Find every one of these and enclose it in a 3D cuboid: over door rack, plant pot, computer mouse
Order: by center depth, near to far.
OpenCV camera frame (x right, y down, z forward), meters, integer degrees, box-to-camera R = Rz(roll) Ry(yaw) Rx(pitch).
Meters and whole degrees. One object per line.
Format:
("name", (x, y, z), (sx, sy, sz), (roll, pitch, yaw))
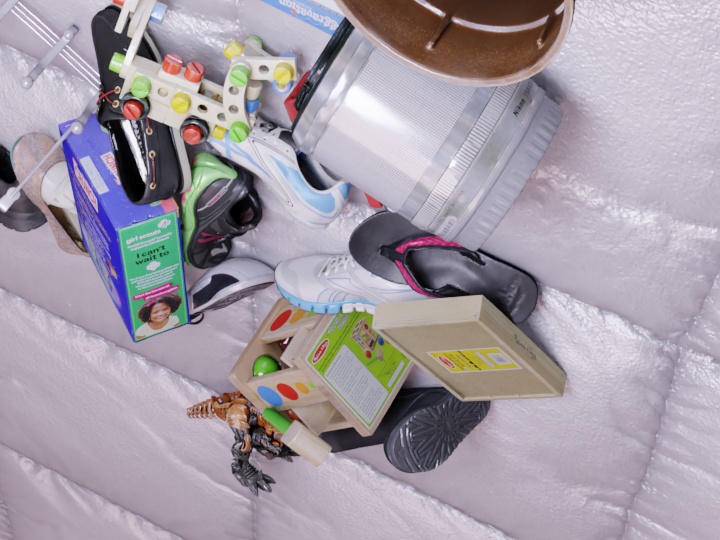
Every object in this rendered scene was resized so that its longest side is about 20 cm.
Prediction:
("plant pot", (0.093, -0.270, 1.111), (0.199, 0.199, 0.201), (22, 145, 16))
("over door rack", (-0.359, -0.174, 1.632), (0.148, 0.200, 0.067), (42, -177, -12))
("computer mouse", (-0.171, 0.022, 1.824), (0.199, 0.109, 0.044), (-25, 80, 41))

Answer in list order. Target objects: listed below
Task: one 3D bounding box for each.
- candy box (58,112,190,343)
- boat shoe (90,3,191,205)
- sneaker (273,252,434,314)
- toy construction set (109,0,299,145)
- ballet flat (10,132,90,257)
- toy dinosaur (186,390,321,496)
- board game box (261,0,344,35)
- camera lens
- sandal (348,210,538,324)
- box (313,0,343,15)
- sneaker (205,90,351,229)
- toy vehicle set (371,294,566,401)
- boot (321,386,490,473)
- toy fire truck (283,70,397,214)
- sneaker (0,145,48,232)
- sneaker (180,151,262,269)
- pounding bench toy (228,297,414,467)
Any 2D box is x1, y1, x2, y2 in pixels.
("candy box", (-0.256, -0.050, 1.733), (0.170, 0.077, 0.201), (57, 161, 33))
("boat shoe", (-0.230, -0.166, 1.588), (0.073, 0.063, 0.203), (-5, 104, 50))
("sneaker", (0.000, 0.000, 1.660), (0.198, 0.075, 0.087), (8, 133, 21))
("toy construction set", (-0.161, -0.194, 1.509), (0.199, 0.092, 0.132), (31, 128, 5))
("ballet flat", (-0.339, -0.084, 1.836), (0.067, 0.068, 0.200), (26, 157, 28))
("toy dinosaur", (-0.130, 0.194, 2.012), (0.199, 0.102, 0.137), (24, 135, 47))
("board game box", (-0.080, -0.280, 1.409), (0.199, 0.019, 0.103), (28, 145, 10))
("camera lens", (0.052, -0.130, 1.353), (0.199, 0.160, 0.160), (33, 147, -2))
("sandal", (0.081, -0.004, 1.570), (0.199, 0.045, 0.076), (22, 106, 8))
("box", (-0.062, -0.314, 1.279), (0.199, 0.098, 0.125), (28, 146, 10))
("sneaker", (-0.093, -0.125, 1.585), (0.200, 0.072, 0.073), (39, 112, 3))
("toy vehicle set", (0.114, 0.083, 1.618), (0.123, 0.027, 0.200), (-5, 152, 32))
("boot", (0.025, 0.179, 1.778), (0.199, 0.164, 0.066), (-7, 104, 45))
("toy fire truck", (0.037, -0.118, 1.486), (0.199, 0.049, 0.142), (8, 139, 33))
("sneaker", (-0.459, -0.119, 1.902), (0.198, 0.076, 0.091), (16, 134, 14))
("sneaker", (-0.149, -0.052, 1.702), (0.083, 0.077, 0.200), (15, 156, 0))
("pounding bench toy", (-0.063, 0.132, 1.749), (0.124, 0.201, 0.155), (47, 144, -21))
